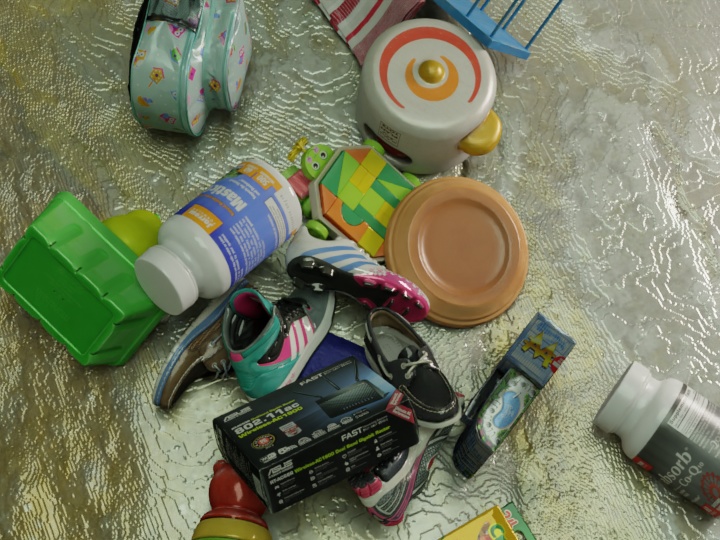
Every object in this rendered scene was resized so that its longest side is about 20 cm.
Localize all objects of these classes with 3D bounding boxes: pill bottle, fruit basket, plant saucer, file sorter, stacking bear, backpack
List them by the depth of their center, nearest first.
[{"bbox_3d":[-0.150,0.322,1.515,0.120,0.114,0.202,8,63,-3],"label":"stacking bear"},{"bbox_3d":[-0.174,-0.038,1.571,0.112,0.112,0.200,42,58,11],"label":"pill bottle"},{"bbox_3d":[0.396,0.207,1.610,0.199,0.116,0.116,34,68,9],"label":"pill bottle"},{"bbox_3d":[-0.325,0.001,1.625,0.216,0.215,0.156,47,111,13],"label":"fruit basket"},{"bbox_3d":[0.130,-0.028,1.696,0.198,0.037,0.202,3,77,-14],"label":"plant saucer"},{"bbox_3d":[-0.226,-0.279,1.714,0.152,0.176,0.202,17,71,6],"label":"backpack"},{"bbox_3d":[0.167,-0.405,1.786,0.200,0.138,0.123,45,112,21],"label":"file sorter"}]

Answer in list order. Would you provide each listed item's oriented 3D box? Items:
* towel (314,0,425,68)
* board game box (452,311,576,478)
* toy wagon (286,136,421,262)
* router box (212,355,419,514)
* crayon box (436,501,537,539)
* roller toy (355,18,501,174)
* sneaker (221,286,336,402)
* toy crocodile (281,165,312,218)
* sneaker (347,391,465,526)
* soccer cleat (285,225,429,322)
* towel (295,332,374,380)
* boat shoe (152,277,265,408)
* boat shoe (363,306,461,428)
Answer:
[{"bbox_3d":[-0.006,-0.400,1.809,0.023,0.144,0.201,-16,65,-49],"label":"towel"},{"bbox_3d":[0.185,0.137,1.570,0.061,0.200,0.200,37,68,8],"label":"board game box"},{"bbox_3d":[-0.010,-0.099,1.701,0.200,0.039,0.156,41,67,-16],"label":"toy wagon"},{"bbox_3d":[-0.052,0.184,1.499,0.198,0.150,0.063,-23,115,-20],"label":"router box"},{"bbox_3d":[0.137,0.370,1.551,0.199,0.051,0.128,-28,73,-16],"label":"crayon box"},{"bbox_3d":[0.088,-0.234,1.745,0.180,0.140,0.202,-6,69,-8],"label":"roller toy"},{"bbox_3d":[-0.106,0.055,1.603,0.083,0.121,0.201,2,48,33],"label":"sneaker"},{"bbox_3d":[-0.105,-0.090,1.709,0.199,0.062,0.068,-35,75,-18],"label":"toy crocodile"},{"bbox_3d":[0.061,0.216,1.549,0.200,0.080,0.075,-45,114,-35],"label":"sneaker"},{"bbox_3d":[0.000,0.000,1.637,0.198,0.070,0.087,21,44,-18],"label":"soccer cleat"},{"bbox_3d":[0.008,0.178,1.622,0.199,0.050,0.148,27,62,5],"label":"towel"},{"bbox_3d":[-0.183,0.096,1.619,0.072,0.072,0.201,32,68,6],"label":"boat shoe"},{"bbox_3d":[0.059,0.113,1.558,0.073,0.061,0.200,-16,35,-14],"label":"boat shoe"}]
